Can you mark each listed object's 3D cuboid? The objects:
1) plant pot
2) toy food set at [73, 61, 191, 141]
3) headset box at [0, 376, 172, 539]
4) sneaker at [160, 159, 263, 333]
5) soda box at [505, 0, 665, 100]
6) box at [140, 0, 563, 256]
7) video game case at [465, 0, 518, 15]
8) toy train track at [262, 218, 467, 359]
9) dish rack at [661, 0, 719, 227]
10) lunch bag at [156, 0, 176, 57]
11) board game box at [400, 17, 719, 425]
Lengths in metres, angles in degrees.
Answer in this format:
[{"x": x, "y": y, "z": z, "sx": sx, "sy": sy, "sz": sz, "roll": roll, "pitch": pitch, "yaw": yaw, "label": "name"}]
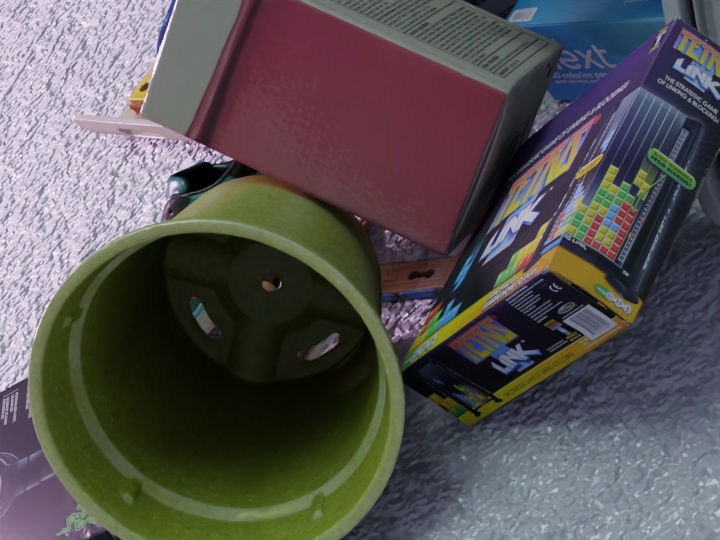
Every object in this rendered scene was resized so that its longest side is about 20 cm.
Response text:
[{"x": -0.064, "y": 0.037, "z": 1.432, "sx": 0.200, "sy": 0.201, "sz": 0.184, "roll": -30, "pitch": 14, "yaw": 17, "label": "plant pot"}, {"x": -0.109, "y": -0.174, "z": 1.846, "sx": 0.143, "sy": 0.060, "sz": 0.200, "roll": 7, "pitch": 55, "yaw": 50, "label": "toy food set"}, {"x": -0.183, "y": 0.151, "z": 1.505, "sx": 0.200, "sy": 0.093, "sz": 0.174, "roll": -27, "pitch": 35, "yaw": 20, "label": "headset box"}, {"x": -0.098, "y": -0.020, "z": 1.594, "sx": 0.200, "sy": 0.080, "sz": 0.071, "roll": -49, "pitch": 8, "yaw": 19, "label": "sneaker"}, {"x": 0.181, "y": -0.143, "z": 1.495, "sx": 0.200, "sy": 0.068, "sz": 0.064, "roll": 4, "pitch": 53, "yaw": 48, "label": "soda box"}, {"x": -0.004, "y": -0.109, "z": 1.483, "sx": 0.109, "sy": 0.200, "sz": 0.128, "roll": -70, "pitch": -12, "yaw": 22, "label": "box"}, {"x": 0.117, "y": -0.235, "z": 1.720, "sx": 0.200, "sy": 0.018, "sz": 0.143, "roll": -31, "pitch": 34, "yaw": 16, "label": "video game case"}, {"x": 0.000, "y": 0.000, "z": 1.548, "sx": 0.200, "sy": 0.033, "sz": 0.115, "roll": -6, "pitch": 47, "yaw": 42, "label": "toy train track"}, {"x": 0.256, "y": -0.114, "z": 1.335, "sx": 0.200, "sy": 0.172, "sz": 0.043, "roll": -11, "pitch": -1, "yaw": 38, "label": "dish rack"}, {"x": -0.030, "y": -0.160, "z": 1.677, "sx": 0.200, "sy": 0.132, "sz": 0.136, "roll": 26, "pitch": 95, "yaw": 57, "label": "lunch bag"}, {"x": 0.109, "y": -0.022, "z": 1.356, "sx": 0.166, "sy": 0.057, "sz": 0.200, "roll": -62, "pitch": 10, "yaw": -27, "label": "board game box"}]
